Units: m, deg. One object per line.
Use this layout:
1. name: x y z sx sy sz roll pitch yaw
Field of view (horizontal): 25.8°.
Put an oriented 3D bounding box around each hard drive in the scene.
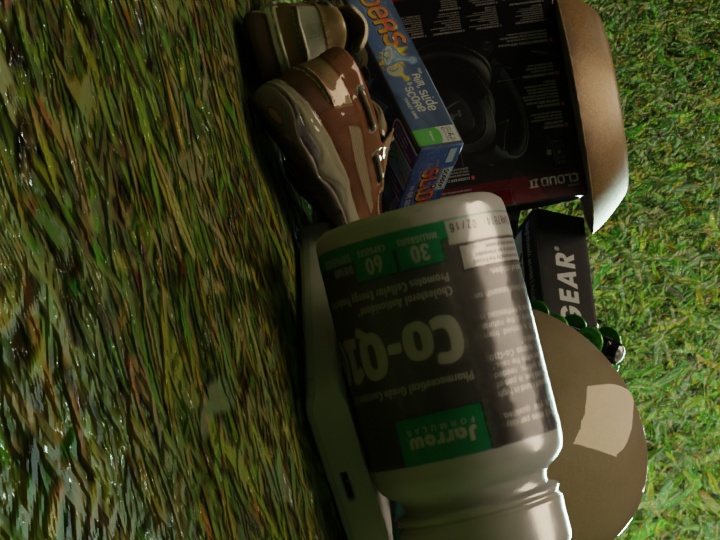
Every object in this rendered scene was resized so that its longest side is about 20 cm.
1. hard drive: -0.010 0.074 0.991 0.200 0.027 0.132 -94 169 -60

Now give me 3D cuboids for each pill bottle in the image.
1. pill bottle: 0.050 0.065 0.889 0.113 0.113 0.201 25 51 -84

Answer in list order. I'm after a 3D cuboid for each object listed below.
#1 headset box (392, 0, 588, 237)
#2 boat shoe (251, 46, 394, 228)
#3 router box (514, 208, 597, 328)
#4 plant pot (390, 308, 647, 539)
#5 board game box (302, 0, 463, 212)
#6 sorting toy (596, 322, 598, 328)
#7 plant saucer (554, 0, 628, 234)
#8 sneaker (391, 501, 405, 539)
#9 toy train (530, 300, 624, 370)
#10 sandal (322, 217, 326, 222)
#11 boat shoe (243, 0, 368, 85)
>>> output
1. headset box: 0.082 -0.121 1.204 0.077 0.148 0.201 165 -86 -78
2. boat shoe: -0.008 -0.077 1.023 0.076 0.072 0.200 44 -8 21
3. router box: 0.134 0.074 1.249 0.149 0.051 0.200 122 -26 -48
4. plant pot: 0.082 0.139 1.100 0.134 0.200 0.201 -28 108 -51
5. board game box: 0.004 -0.122 1.136 0.136 0.034 0.200 112 -38 -52
6. sorting toy: 0.147 0.135 1.328 0.185 0.036 0.201 -172 -87 -75
7. plant saucer: 0.183 -0.130 1.250 0.200 0.035 0.201 -9 90 -85
8. sneaker: 0.063 0.111 0.997 0.088 0.074 0.201 -19 109 -75
9. toy train: 0.103 0.043 1.161 0.042 0.200 0.057 3 105 -55
10. sandal: 0.000 0.001 1.182 0.200 0.048 0.076 -88 164 -72
11. boat shoe: -0.031 -0.154 1.070 0.200 0.076 0.072 -95 168 -79
